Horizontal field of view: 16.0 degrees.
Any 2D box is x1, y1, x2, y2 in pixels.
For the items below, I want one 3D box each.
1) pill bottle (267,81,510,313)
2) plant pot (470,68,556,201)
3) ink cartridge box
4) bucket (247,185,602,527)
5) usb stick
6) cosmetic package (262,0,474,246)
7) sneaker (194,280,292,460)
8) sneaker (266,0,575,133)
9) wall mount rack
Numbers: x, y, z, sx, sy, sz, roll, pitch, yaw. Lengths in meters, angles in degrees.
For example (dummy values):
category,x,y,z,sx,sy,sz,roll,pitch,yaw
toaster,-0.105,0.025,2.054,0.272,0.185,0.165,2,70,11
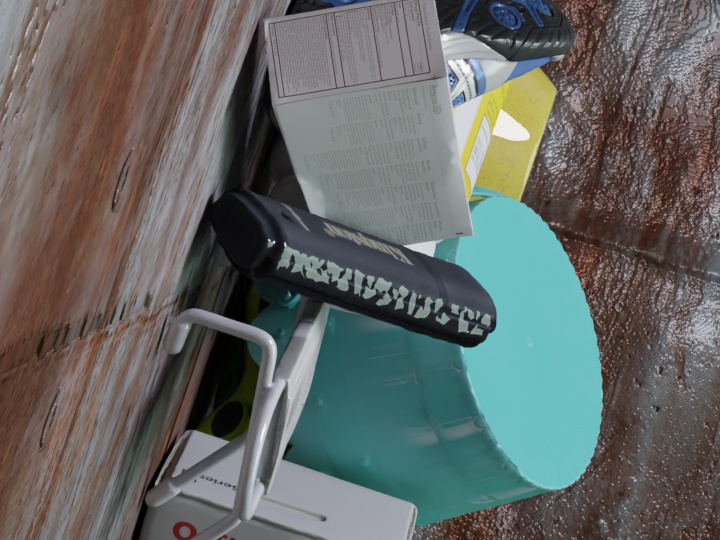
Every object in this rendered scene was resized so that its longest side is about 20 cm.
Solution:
category,x,y,z,sx,sy,sz,roll,pitch,yaw
pill bottle,0.016,-0.084,1.432,0.114,0.114,0.200,104,6,-63
plant pot,0.043,-0.091,1.635,0.200,0.142,0.200,18,90,-88
ink cartridge box,-0.065,0.208,1.453,0.083,0.146,0.200,-69,178,-67
bucket,0.044,0.054,1.521,0.207,0.135,0.207,32,51,-51
usb stick,0.000,0.000,1.282,0.033,0.055,0.200,-46,146,19
cosmetic package,0.007,-0.067,1.254,0.200,0.082,0.051,75,7,-69
sneaker,-0.059,0.092,1.560,0.084,0.074,0.200,98,10,-55
sneaker,0.029,-0.116,1.350,0.200,0.076,0.077,-10,144,-40
wall mount rack,-0.071,0.079,1.287,0.200,0.075,0.174,-65,170,-66
